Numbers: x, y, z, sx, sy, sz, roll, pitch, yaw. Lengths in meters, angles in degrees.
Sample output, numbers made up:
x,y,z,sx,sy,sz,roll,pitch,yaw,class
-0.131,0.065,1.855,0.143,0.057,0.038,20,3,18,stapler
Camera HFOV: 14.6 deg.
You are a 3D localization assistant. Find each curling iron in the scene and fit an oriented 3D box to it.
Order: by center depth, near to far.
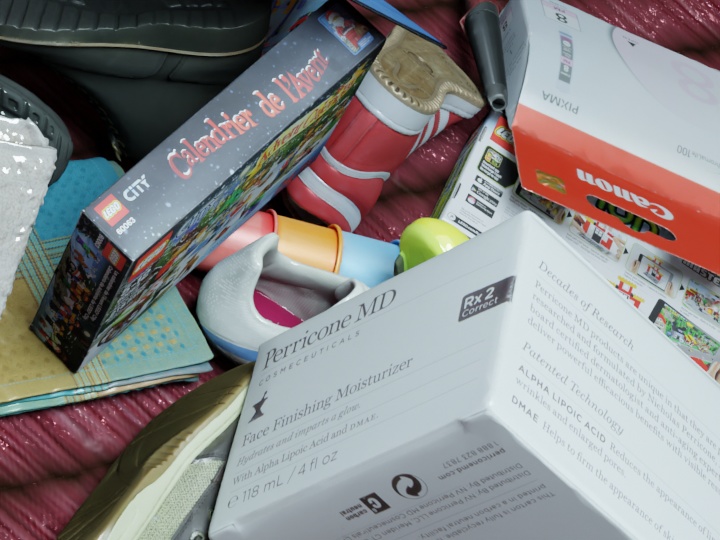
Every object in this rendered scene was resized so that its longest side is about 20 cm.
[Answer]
x,y,z,sx,sy,sz,roll,pitch,yaw,class
0.067,-0.163,1.755,0.049,0.026,0.201,27,34,-31,curling iron

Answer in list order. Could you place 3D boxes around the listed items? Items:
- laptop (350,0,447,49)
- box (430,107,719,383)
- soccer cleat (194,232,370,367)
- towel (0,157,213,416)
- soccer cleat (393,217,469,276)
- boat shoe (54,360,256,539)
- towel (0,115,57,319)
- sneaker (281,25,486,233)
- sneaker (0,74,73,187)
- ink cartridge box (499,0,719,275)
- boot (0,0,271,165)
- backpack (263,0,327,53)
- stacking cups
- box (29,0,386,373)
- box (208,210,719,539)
x,y,z,sx,sy,sz,roll,pitch,yaw,class
-0.041,-0.226,1.472,0.187,0.116,0.201,25,65,-30,laptop
0.139,-0.003,1.699,0.199,0.035,0.110,33,46,-6,box
0.003,0.054,1.534,0.199,0.086,0.070,32,46,-11,soccer cleat
-0.191,0.011,1.497,0.199,0.022,0.147,-10,62,-34,towel
0.091,0.039,1.574,0.084,0.065,0.201,-45,114,-19,soccer cleat
-0.093,0.118,1.449,0.065,0.073,0.200,56,42,-13,boat shoe
-0.236,0.007,1.375,0.132,0.201,0.034,16,6,-23,towel
0.007,-0.079,1.664,0.071,0.113,0.200,42,16,7,sneaker
-0.246,-0.102,1.505,0.199,0.076,0.091,22,26,-12,sneaker
0.166,-0.087,1.727,0.162,0.057,0.200,23,23,-16,ink cartridge box
-0.153,-0.107,1.540,0.198,0.139,0.078,9,49,0,boot
-0.112,-0.196,1.591,0.200,0.183,0.135,41,40,-5,backpack
0.000,0.000,1.592,0.199,0.061,0.061,18,49,-20,stacking cups
-0.080,-0.045,1.469,0.038,0.137,0.200,44,59,5,box
0.067,0.107,1.423,0.200,0.198,0.131,41,42,-27,box
